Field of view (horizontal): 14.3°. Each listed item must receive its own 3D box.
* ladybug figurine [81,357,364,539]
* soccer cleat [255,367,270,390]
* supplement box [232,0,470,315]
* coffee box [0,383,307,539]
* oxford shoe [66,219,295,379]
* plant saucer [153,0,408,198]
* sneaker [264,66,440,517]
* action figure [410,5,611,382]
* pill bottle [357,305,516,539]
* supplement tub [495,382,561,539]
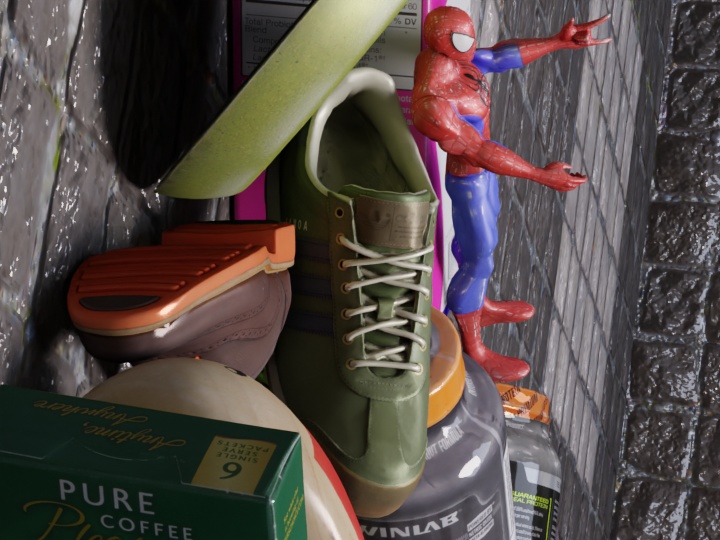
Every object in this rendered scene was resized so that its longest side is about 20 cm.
[{"bbox_3d":[-0.054,0.116,1.125,0.072,0.135,0.201,-58,144,-52],"label":"ladybug figurine"},{"bbox_3d":[-0.074,0.088,1.271,0.084,0.064,0.201,-57,-172,29],"label":"soccer cleat"},{"bbox_3d":[-0.003,-0.075,1.404,0.101,0.103,0.201,-58,152,-64],"label":"supplement box"},{"bbox_3d":[-0.077,0.140,1.073,0.044,0.122,0.201,-62,154,-51],"label":"coffee box"},{"bbox_3d":[-0.066,0.024,1.177,0.200,0.071,0.073,-23,113,-72],"label":"oxford shoe"},{"bbox_3d":[-0.013,-0.100,1.222,0.200,0.031,0.200,-49,-176,5],"label":"plant saucer"},{"bbox_3d":[0.000,0.000,1.265,0.090,0.067,0.201,122,-33,-50],"label":"sneaker"},{"bbox_3d":[0.077,-0.043,1.333,0.066,0.098,0.201,-84,164,-48],"label":"action figure"},{"bbox_3d":[0.020,0.105,1.381,0.201,0.105,0.107,81,18,-45],"label":"pill bottle"},{"bbox_3d":[0.059,0.172,1.772,0.123,0.122,0.202,50,47,-74],"label":"supplement tub"}]
